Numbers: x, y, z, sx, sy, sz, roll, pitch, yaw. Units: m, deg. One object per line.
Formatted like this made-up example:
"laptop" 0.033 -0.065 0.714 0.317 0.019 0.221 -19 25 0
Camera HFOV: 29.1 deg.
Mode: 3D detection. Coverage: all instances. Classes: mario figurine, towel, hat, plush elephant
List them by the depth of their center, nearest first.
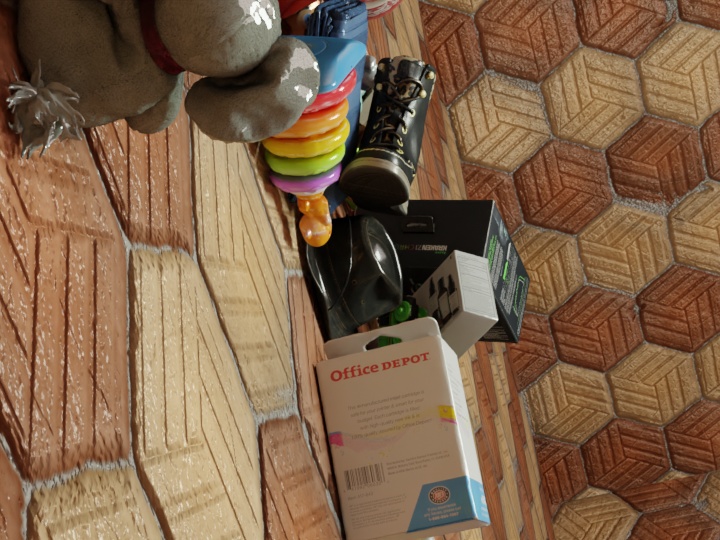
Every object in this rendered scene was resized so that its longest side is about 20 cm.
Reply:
"plush elephant" -0.110 -0.148 0.776 0.201 0.153 0.166 -93 166 -49
"towel" -0.031 -0.166 1.386 0.112 0.048 0.203 -47 144 -67
"mario figurine" -0.039 -0.212 1.448 0.124 0.105 0.202 -79 156 -64
"hat" 0.000 0.000 1.462 0.201 0.080 0.203 -13 90 -82

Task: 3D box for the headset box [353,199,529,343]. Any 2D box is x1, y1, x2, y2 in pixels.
"headset box" 0.091 -0.001 1.646 0.200 0.172 0.094 55 42 -54

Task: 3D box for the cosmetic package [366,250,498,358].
"cosmetic package" 0.075 0.070 1.549 0.200 0.050 0.083 -50 -146 43

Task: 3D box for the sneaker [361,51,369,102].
"sneaker" -0.037 -0.264 1.606 0.201 0.077 0.141 -90 164 -59

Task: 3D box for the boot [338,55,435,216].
"boot" 0.032 -0.142 1.403 0.200 0.072 0.153 49 52 -79

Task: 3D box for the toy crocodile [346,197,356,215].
"toy crocodile" 0.007 -0.088 1.707 0.068 0.061 0.201 -45 136 -28

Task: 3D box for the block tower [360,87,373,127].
"block tower" 0.014 -0.200 1.718 0.058 0.054 0.200 39 4 -11

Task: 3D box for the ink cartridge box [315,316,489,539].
"ink cartridge box" 0.042 0.157 1.354 0.125 0.127 0.203 47 32 -73

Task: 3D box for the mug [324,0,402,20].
"mug" -0.001 -0.380 1.618 0.200 0.132 0.180 -87 175 -79

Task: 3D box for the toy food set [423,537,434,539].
"toy food set" 0.066 0.262 1.567 0.144 0.060 0.202 64 15 -54

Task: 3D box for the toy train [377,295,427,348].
"toy train" 0.037 0.127 1.486 0.042 0.056 0.203 20 67 -45

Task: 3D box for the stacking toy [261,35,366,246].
"stacking toy" -0.051 -0.114 1.304 0.116 0.108 0.202 -58 147 -55
